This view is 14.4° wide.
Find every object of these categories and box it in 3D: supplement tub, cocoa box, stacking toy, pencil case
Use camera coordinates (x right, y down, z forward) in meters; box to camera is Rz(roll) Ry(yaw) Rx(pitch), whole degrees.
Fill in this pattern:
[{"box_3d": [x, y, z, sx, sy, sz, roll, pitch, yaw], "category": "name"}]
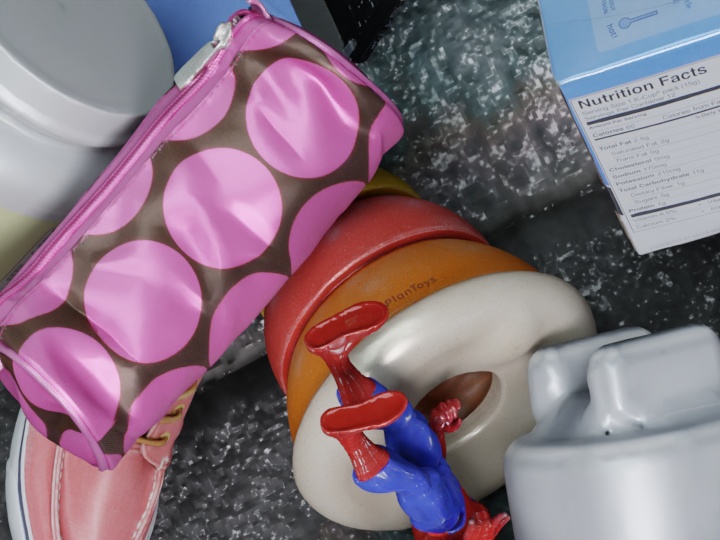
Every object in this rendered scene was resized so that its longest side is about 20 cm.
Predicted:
[{"box_3d": [-0.189, -0.052, 1.258, 0.200, 0.145, 0.145, -44, 71, 29], "category": "supplement tub"}, {"box_3d": [0.142, -0.135, 1.180, 0.133, 0.131, 0.201, -17, 54, 13], "category": "cocoa box"}, {"box_3d": [0.000, 0.000, 1.253, 0.146, 0.146, 0.200, -38, 55, 7], "category": "stacking toy"}, {"box_3d": [-0.077, -0.017, 1.185, 0.200, 0.094, 0.091, -52, 38, -8], "category": "pencil case"}]

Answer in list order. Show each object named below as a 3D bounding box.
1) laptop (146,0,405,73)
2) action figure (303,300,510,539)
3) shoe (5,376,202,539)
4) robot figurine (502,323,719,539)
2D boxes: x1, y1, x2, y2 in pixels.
[{"box_3d": [-0.066, -0.169, 1.293, 0.103, 0.200, 0.178, -18, 73, -26], "category": "laptop"}, {"box_3d": [0.029, 0.086, 1.145, 0.051, 0.200, 0.066, -20, 56, 4], "category": "action figure"}, {"box_3d": [-0.105, 0.051, 1.264, 0.071, 0.091, 0.201, 12, 79, -21], "category": "shoe"}, {"box_3d": [0.123, 0.125, 1.173, 0.112, 0.169, 0.201, -11, 95, -30], "category": "robot figurine"}]
